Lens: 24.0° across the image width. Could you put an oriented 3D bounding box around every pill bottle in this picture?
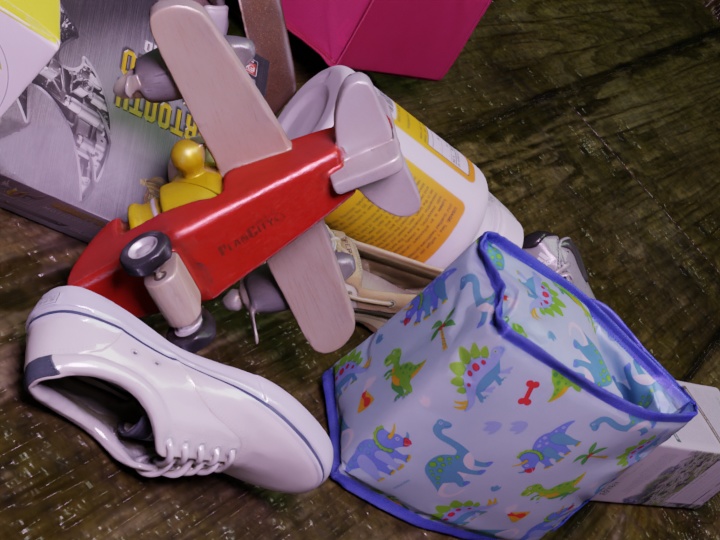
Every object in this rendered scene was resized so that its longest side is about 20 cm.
[{"bbox_3d":[0.028,-0.059,1.312,0.200,0.111,0.111,36,27,-23],"label":"pill bottle"}]

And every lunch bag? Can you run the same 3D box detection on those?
[{"bbox_3d":[0.101,0.095,1.128,0.200,0.170,0.128,33,31,-27],"label":"lunch bag"}]

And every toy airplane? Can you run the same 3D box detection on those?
[{"bbox_3d":[-0.067,-0.051,1.010,0.198,0.201,0.141,9,18,-31],"label":"toy airplane"}]

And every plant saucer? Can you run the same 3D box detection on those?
[{"bbox_3d":[-0.082,-0.216,1.323,0.200,0.034,0.201,167,-90,-89],"label":"plant saucer"}]

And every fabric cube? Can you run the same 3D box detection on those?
[{"bbox_3d":[0.006,-0.302,1.501,0.196,0.201,0.199,40,21,22],"label":"fabric cube"}]

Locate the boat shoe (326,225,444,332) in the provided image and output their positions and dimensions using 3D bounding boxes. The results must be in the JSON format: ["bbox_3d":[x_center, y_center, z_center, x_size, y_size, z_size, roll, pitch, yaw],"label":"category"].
[{"bbox_3d":[0.001,0.002,1.234,0.200,0.063,0.073,27,31,-37],"label":"boat shoe"}]

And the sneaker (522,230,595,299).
[{"bbox_3d":[0.152,0.027,1.396,0.200,0.075,0.116,-23,94,-74],"label":"sneaker"}]

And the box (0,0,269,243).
[{"bbox_3d":[-0.152,-0.096,1.069,0.199,0.048,0.159,25,62,-40],"label":"box"}]

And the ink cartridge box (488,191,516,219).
[{"bbox_3d":[0.046,-0.071,1.435,0.200,0.050,0.109,41,24,-14],"label":"ink cartridge box"}]

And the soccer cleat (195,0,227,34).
[{"bbox_3d":[-0.148,-0.240,1.315,0.069,0.078,0.201,-4,53,-35],"label":"soccer cleat"}]

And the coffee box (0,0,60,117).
[{"bbox_3d":[-0.283,-0.150,0.845,0.200,0.198,0.200,30,29,-31],"label":"coffee box"}]

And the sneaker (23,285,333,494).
[{"bbox_3d":[-0.105,0.087,0.948,0.199,0.073,0.071,29,43,-21],"label":"sneaker"}]

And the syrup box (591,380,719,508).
[{"bbox_3d":[0.239,0.140,1.390,0.200,0.079,0.082,14,40,-50],"label":"syrup box"}]
